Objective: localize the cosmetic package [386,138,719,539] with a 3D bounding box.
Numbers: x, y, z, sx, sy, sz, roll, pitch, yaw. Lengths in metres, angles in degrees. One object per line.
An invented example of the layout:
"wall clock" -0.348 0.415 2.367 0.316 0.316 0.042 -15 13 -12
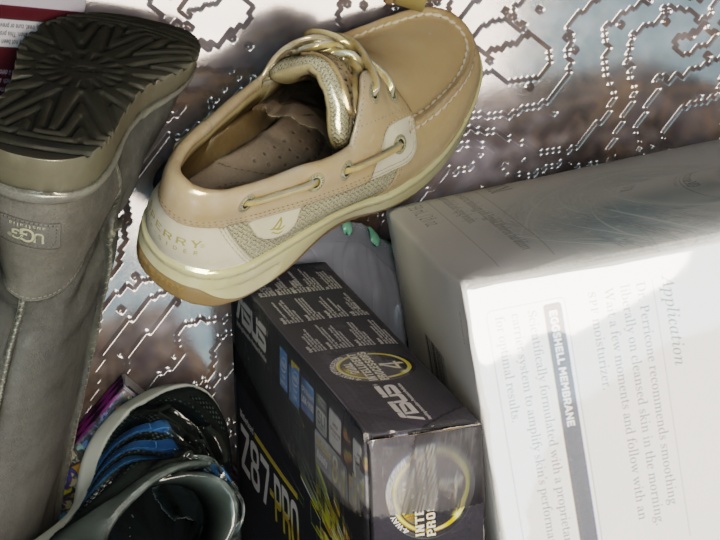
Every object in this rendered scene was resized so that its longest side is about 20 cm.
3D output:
"cosmetic package" 0.127 0.025 0.928 0.199 0.199 0.124 -10 100 -6

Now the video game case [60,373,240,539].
"video game case" -0.101 0.179 1.068 0.181 0.036 0.200 40 93 -12

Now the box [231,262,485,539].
"box" -0.003 0.101 0.917 0.049 0.200 0.162 -5 109 -16

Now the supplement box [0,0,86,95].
"supplement box" -0.180 -0.026 0.982 0.061 0.109 0.201 15 98 24

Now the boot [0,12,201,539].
"boot" -0.123 0.011 0.969 0.072 0.182 0.201 13 119 12

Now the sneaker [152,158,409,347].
"sneaker" 0.000 0.000 1.042 0.200 0.074 0.088 44 81 -22

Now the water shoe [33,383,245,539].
"water shoe" -0.074 0.101 0.944 0.079 0.200 0.072 -23 107 25

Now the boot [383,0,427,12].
"boot" -0.043 -0.214 0.996 0.199 0.066 0.176 18 88 -5

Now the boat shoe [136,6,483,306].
"boat shoe" -0.013 -0.062 0.975 0.072 0.065 0.200 36 50 19
